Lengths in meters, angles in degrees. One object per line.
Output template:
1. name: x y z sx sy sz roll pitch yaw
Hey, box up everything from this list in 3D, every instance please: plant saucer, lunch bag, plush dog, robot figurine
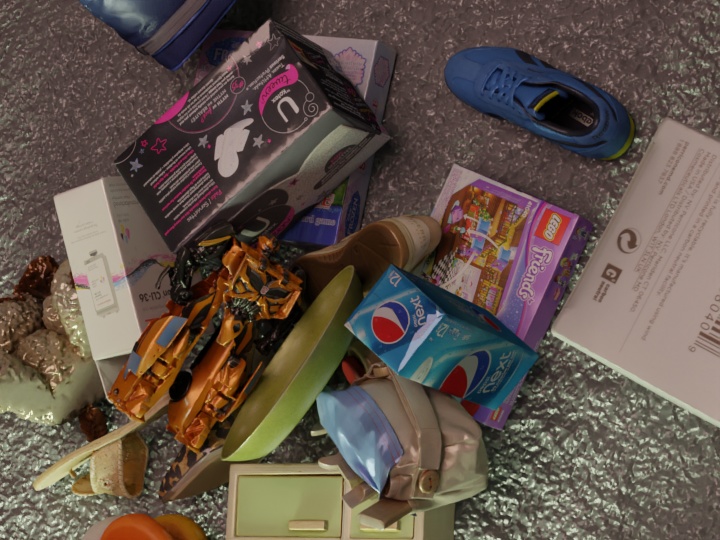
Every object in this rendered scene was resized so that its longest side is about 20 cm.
1. plant saucer: -0.052 0.086 1.669 0.031 0.200 0.200 35 98 -8
2. lunch bag: -0.185 -0.286 1.875 0.136 0.132 0.200 -45 23 13
3. plush dog: -0.324 0.080 1.904 0.200 0.161 0.171 -43 43 -18
4. robot figurine: -0.128 0.056 1.721 0.200 0.145 0.058 -56 37 3

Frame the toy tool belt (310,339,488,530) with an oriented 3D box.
1. toy tool belt: 0.011 0.134 1.625 0.123 0.125 0.200 -27 41 -18

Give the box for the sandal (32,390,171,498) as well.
1. sandal: -0.225 0.181 1.841 0.211 0.078 0.070 -38 83 27

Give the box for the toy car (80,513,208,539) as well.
1. toy car: -0.208 0.316 1.757 0.174 0.150 0.201 11 84 30

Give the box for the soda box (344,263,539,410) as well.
1. soda box: 0.070 0.058 1.591 0.068 0.200 0.064 42 99 28

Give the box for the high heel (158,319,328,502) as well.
1. high heel: -0.133 0.114 1.815 0.200 0.071 0.143 -40 58 11

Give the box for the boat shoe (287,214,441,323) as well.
1. boat shoe: 0.000 0.000 1.750 0.200 0.065 0.072 -33 81 51

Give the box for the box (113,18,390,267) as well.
1. box: -0.095 -0.107 1.756 0.200 0.132 0.115 -40 67 15

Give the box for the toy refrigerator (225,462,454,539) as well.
1. toy refrigerator: -0.020 0.211 1.726 0.199 0.070 0.076 -3 77 27

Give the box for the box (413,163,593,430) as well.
1. box: 0.104 0.022 1.720 0.136 0.039 0.201 25 91 31

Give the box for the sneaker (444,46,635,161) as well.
1. sneaker: 0.149 -0.158 1.716 0.200 0.078 0.066 28 94 32

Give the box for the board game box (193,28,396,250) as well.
1. board game box: -0.078 -0.126 1.852 0.199 0.041 0.201 7 82 30

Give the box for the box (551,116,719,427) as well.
1. box: 0.300 0.019 1.537 0.200 0.171 0.200 29 93 31

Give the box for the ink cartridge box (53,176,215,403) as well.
1. ink cartridge box: -0.205 0.015 1.820 0.067 0.116 0.201 -16 87 32
